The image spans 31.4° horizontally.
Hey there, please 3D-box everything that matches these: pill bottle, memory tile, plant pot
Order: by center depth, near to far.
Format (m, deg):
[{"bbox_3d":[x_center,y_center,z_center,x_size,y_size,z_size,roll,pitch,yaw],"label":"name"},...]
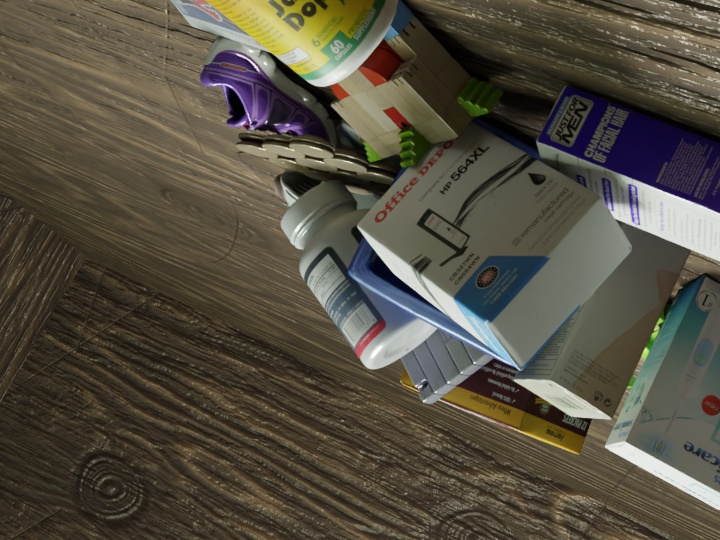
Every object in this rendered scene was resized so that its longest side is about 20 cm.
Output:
[{"bbox_3d":[-0.074,-0.247,1.020,0.200,0.113,0.113,36,166,-28],"label":"pill bottle"},{"bbox_3d":[0.112,-0.030,1.316,0.199,0.201,0.180,30,175,-1],"label":"plant pot"},{"bbox_3d":[-0.030,-0.119,1.449,0.199,0.017,0.153,18,172,-39],"label":"memory tile"},{"bbox_3d":[0.000,0.000,1.467,0.201,0.119,0.120,54,175,16],"label":"pill bottle"}]

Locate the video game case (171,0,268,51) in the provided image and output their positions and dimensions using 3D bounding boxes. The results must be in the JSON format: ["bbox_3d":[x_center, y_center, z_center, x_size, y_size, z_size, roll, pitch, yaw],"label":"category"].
[{"bbox_3d":[-0.139,-0.279,1.261,0.181,0.023,0.200,23,166,28],"label":"video game case"}]

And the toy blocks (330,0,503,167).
[{"bbox_3d":[0.022,-0.177,1.172,0.137,0.100,0.200,44,160,-17],"label":"toy blocks"}]

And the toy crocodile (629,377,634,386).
[{"bbox_3d":[0.259,0.045,1.387,0.067,0.062,0.201,3,129,42],"label":"toy crocodile"}]

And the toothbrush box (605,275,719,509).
[{"bbox_3d":[0.371,0.131,1.351,0.146,0.201,0.085,29,169,2],"label":"toothbrush box"}]

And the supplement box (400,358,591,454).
[{"bbox_3d":[0.188,0.085,1.538,0.196,0.201,0.132,17,174,45],"label":"supplement box"}]

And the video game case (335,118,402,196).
[{"bbox_3d":[0.050,-0.111,1.526,0.199,0.022,0.182,31,168,-6],"label":"video game case"}]

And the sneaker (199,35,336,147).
[{"bbox_3d":[-0.108,-0.183,1.435,0.200,0.084,0.080,39,171,-38],"label":"sneaker"}]

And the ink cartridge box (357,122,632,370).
[{"bbox_3d":[0.112,-0.030,1.126,0.200,0.146,0.084,37,172,46],"label":"ink cartridge box"}]

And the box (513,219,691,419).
[{"bbox_3d":[0.241,0.040,1.271,0.077,0.201,0.095,31,169,-13],"label":"box"}]

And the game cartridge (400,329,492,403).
[{"bbox_3d":[0.084,0.039,1.514,0.038,0.129,0.201,17,-139,-56],"label":"game cartridge"}]

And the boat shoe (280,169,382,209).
[{"bbox_3d":[-0.034,-0.083,1.612,0.199,0.074,0.067,13,148,44],"label":"boat shoe"}]

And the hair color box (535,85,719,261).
[{"bbox_3d":[0.255,-0.077,1.087,0.199,0.065,0.109,23,168,21],"label":"hair color box"}]

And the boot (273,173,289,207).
[{"bbox_3d":[-0.031,-0.073,1.796,0.146,0.070,0.200,28,169,37],"label":"boot"}]

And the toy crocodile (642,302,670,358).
[{"bbox_3d":[0.319,0.042,1.457,0.200,0.062,0.067,38,130,-27],"label":"toy crocodile"}]
